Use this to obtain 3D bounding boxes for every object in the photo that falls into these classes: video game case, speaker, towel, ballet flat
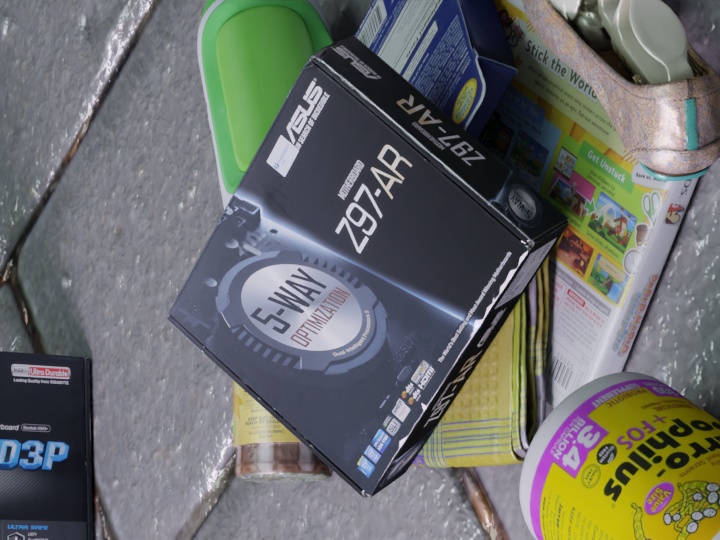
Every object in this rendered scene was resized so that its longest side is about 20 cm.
[{"bbox_3d":[0.102,-0.040,1.339,0.200,0.023,0.183,42,119,49],"label":"video game case"},{"bbox_3d":[-0.048,-0.089,1.459,0.089,0.088,0.201,-52,35,36],"label":"speaker"},{"bbox_3d":[0.041,0.041,1.375,0.200,0.023,0.145,-11,77,55],"label":"towel"},{"bbox_3d":[0.137,-0.126,1.244,0.200,0.068,0.068,-122,19,-48],"label":"ballet flat"}]

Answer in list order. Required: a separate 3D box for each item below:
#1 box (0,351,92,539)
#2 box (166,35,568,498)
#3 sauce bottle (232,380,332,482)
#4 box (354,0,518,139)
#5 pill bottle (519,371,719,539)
[{"bbox_3d":[-0.286,0.135,1.700,0.046,0.199,0.160,-20,68,54],"label":"box"},{"bbox_3d":[0.000,0.000,1.317,0.160,0.043,0.200,42,125,14],"label":"box"},{"bbox_3d":[-0.048,0.031,1.503,0.065,0.064,0.201,-14,72,52],"label":"sauce bottle"},{"bbox_3d":[0.039,-0.108,1.384,0.121,0.032,0.200,-59,25,31],"label":"box"},{"bbox_3d":[0.170,0.133,1.149,0.200,0.104,0.105,36,114,50],"label":"pill bottle"}]
